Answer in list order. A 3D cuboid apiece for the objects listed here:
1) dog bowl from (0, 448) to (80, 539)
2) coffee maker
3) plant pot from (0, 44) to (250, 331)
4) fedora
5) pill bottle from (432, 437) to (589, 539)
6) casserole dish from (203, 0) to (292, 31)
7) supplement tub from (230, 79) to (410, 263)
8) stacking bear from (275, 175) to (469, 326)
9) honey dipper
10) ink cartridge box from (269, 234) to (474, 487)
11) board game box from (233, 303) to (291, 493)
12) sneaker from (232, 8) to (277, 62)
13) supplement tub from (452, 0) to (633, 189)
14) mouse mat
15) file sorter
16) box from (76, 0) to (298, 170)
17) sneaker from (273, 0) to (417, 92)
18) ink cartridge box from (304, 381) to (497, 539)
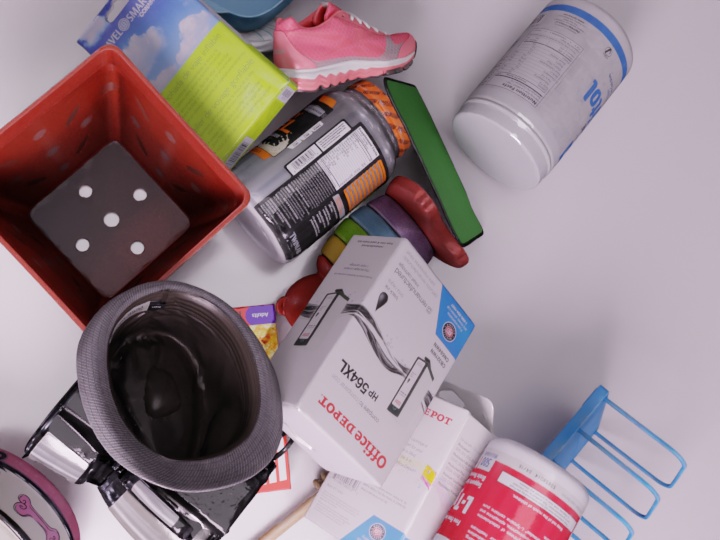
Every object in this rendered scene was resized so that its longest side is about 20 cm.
[{"bbox_3d":[-0.356,0.250,0.834,0.200,0.200,0.074,42,35,-6],"label":"dog bowl"},{"bbox_3d":[-0.194,0.166,0.870,0.200,0.135,0.192,43,52,-6],"label":"coffee maker"},{"bbox_3d":[-0.254,-0.065,0.889,0.200,0.176,0.200,-44,94,-14],"label":"plant pot"},{"bbox_3d":[-0.165,0.111,0.773,0.176,0.090,0.201,-11,66,-37],"label":"fedora"},{"bbox_3d":[0.126,0.273,0.846,0.112,0.112,0.201,36,75,-7],"label":"pill bottle"},{"bbox_3d":[-0.118,-0.335,0.990,0.121,0.039,0.200,31,58,10],"label":"casserole dish"},{"bbox_3d":[-0.047,-0.113,0.972,0.200,0.122,0.123,-40,94,-15],"label":"supplement tub"},{"bbox_3d":[0.000,0.000,0.980,0.200,0.114,0.122,-41,123,-5],"label":"stacking bear"},{"bbox_3d":[-0.084,0.281,0.968,0.200,0.038,0.038,-38,93,-11],"label":"honey dipper"},{"bbox_3d":[0.006,0.088,0.871,0.146,0.084,0.201,49,63,-33],"label":"ink cartridge box"},{"bbox_3d":[-0.159,0.143,0.955,0.150,0.046,0.202,-5,86,-13],"label":"board game box"},{"bbox_3d":[-0.114,-0.265,1.001,0.199,0.071,0.081,-9,69,-19],"label":"sneaker"},{"bbox_3d":[0.216,-0.210,1.043,0.132,0.132,0.200,41,77,-6],"label":"supplement tub"},{"bbox_3d":[0.086,-0.124,0.999,0.007,0.161,0.201,-24,90,19],"label":"mouse mat"},{"bbox_3d":[0.245,0.258,0.972,0.122,0.139,0.200,38,75,25],"label":"file sorter"},{"bbox_3d":[-0.177,-0.209,0.902,0.200,0.048,0.122,43,97,6],"label":"box"},{"bbox_3d":[-0.013,-0.252,0.962,0.199,0.073,0.088,-23,115,-37],"label":"sneaker"},{"bbox_3d":[0.063,0.218,0.937,0.125,0.128,0.201,43,73,-43],"label":"ink cartridge box"}]
